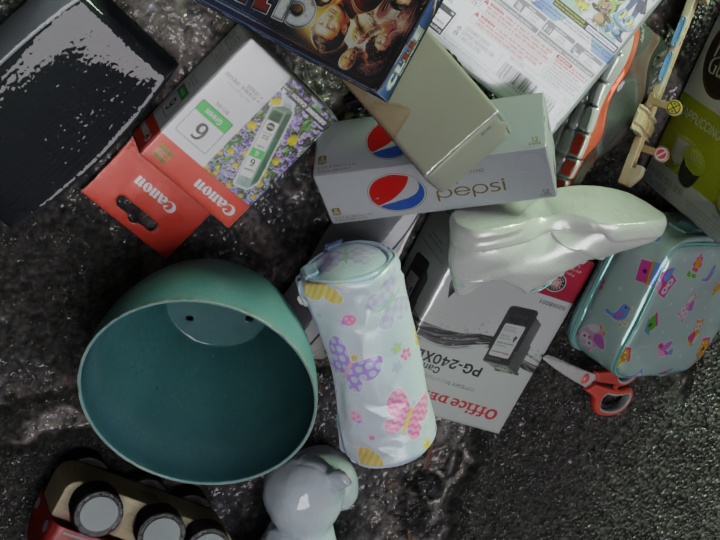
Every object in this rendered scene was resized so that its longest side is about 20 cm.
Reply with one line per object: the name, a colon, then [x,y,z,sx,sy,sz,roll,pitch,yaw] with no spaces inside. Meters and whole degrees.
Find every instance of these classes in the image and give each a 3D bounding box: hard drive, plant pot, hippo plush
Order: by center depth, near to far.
hard drive: [-0.256,-0.132,1.106,0.200,0.042,0.135,-43,121,7]
plant pot: [-0.133,0.067,1.186,0.200,0.135,0.200,1,125,2]
hippo plush: [-0.074,0.250,1.318,0.159,0.200,0.161,0,98,21]

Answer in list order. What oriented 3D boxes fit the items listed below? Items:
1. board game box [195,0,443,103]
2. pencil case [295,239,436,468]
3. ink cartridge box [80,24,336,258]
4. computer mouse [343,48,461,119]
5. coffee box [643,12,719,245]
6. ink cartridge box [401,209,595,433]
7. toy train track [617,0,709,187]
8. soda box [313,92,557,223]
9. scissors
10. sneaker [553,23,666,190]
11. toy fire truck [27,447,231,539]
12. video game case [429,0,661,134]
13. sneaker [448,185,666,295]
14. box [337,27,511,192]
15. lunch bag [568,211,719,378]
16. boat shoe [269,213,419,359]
board game box: [-0.035,-0.234,1.044,0.200,0.035,0.136,29,92,13]
pencil case: [0.008,0.074,1.192,0.091,0.083,0.200,-24,117,-18]
ink cartridge box: [-0.130,-0.099,1.161,0.200,0.050,0.109,-45,121,7]
computer mouse: [0.087,-0.123,1.218,0.110,0.044,0.200,-26,134,32]
coffee box: [0.419,-0.112,1.250,0.200,0.200,0.198,14,111,-23]
ink cartridge box: [0.105,0.042,1.295,0.145,0.083,0.200,18,109,-26]
toy train track: [0.285,-0.168,1.242,0.033,0.115,0.200,21,95,17]
soda box: [0.064,-0.095,1.168,0.200,0.064,0.068,-7,143,12]
scissors: [0.226,0.115,1.368,0.200,0.014,0.073,3,115,-51]
sneaker: [0.222,-0.134,1.249,0.082,0.077,0.200,13,113,-31]
toy fire truck: [-0.245,0.286,1.302,0.176,0.129,0.200,25,97,-28]
video game case: [0.142,-0.244,1.162,0.200,0.022,0.182,36,102,-13]
sneaker: [0.171,-0.020,1.207,0.200,0.075,0.089,-5,120,-13]
box: [0.025,-0.165,1.090,0.078,0.095,0.200,-41,77,6]
lunch bag: [0.293,0.017,1.314,0.200,0.077,0.161,-2,118,-51]
boat shoe: [0.000,0.000,1.248,0.066,0.072,0.200,27,101,-43]
